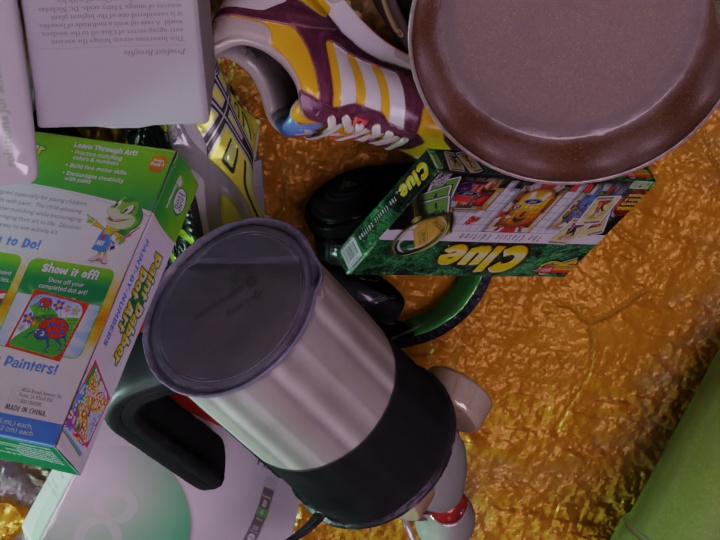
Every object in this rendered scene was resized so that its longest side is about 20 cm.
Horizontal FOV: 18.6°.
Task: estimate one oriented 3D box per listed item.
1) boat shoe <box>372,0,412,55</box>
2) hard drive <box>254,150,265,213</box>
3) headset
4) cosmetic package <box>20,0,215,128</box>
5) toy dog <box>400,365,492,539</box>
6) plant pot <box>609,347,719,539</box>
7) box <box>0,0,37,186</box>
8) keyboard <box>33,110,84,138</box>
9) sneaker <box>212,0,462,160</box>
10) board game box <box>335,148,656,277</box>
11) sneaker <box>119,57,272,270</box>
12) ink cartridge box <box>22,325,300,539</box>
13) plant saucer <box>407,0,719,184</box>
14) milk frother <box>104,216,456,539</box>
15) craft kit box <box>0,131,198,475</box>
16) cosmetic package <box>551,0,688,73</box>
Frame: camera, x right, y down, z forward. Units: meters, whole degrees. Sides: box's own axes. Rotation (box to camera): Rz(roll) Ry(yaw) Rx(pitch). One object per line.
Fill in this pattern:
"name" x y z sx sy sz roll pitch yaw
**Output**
"boat shoe" 0.068 -0.133 1.394 0.072 0.060 0.200 -34 116 6
"hard drive" -0.124 0.023 1.449 0.131 0.026 0.201 -7 115 -8
"headset" 0.000 0.000 1.424 0.199 0.094 0.124 -6 116 -20
"cosmetic package" -0.139 -0.184 1.235 0.101 0.071 0.201 -1 123 2
"toy dog" 0.026 0.130 1.472 0.096 0.132 0.200 30 141 19
"plant pot" 0.277 0.154 1.516 0.199 0.200 0.191 16 98 -17
"box" -0.295 -0.156 1.250 0.199 0.171 0.200 -8 116 -7
"keyboard" -0.236 -0.009 1.351 0.200 0.040 0.104 -42 83 -10
"sneaker" -0.007 -0.102 1.358 0.200 0.075 0.090 37 62 -7
"board game box" 0.089 -0.034 1.397 0.199 0.024 0.105 0 145 -42
"sneaker" -0.107 -0.100 1.368 0.076 0.075 0.201 -15 101 -40
"ink cartridge box" -0.103 0.117 1.421 0.161 0.050 0.201 27 94 -27
"plant saucer" 0.126 -0.146 1.286 0.199 0.032 0.201 -2 121 -3
"milk frother" -0.044 0.110 1.297 0.180 0.200 0.188 -34 138 9
"craft kit box" -0.220 0.009 1.293 0.199 0.198 0.049 9 156 23
"cosmetic package" 0.156 -0.266 1.316 0.200 0.123 0.199 -39 116 10
